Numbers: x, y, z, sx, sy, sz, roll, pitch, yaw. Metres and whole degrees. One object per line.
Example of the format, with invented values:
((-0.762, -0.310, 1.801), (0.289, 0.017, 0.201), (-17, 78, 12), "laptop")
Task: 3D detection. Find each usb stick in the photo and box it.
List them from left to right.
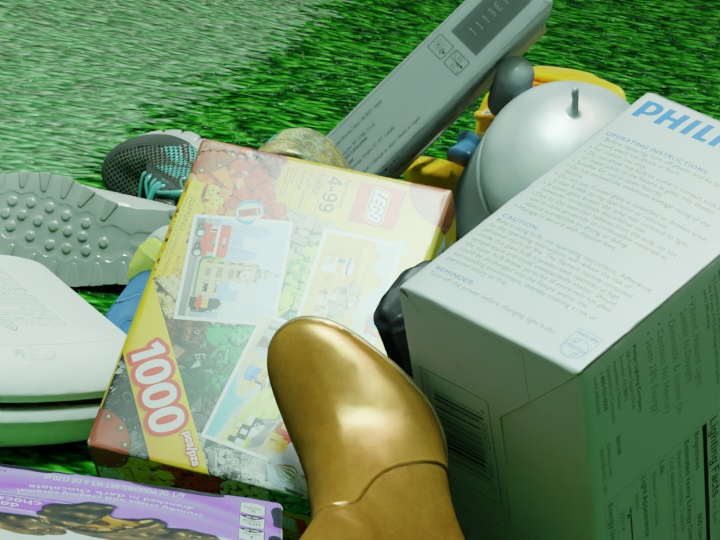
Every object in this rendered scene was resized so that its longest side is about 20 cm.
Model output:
((0.051, 0.072, 1.408), (0.033, 0.200, 0.055), (25, 61, 35), "usb stick")

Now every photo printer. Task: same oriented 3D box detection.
((-0.230, 0.047, 1.534), (0.166, 0.070, 0.200), (0, 17, -29), "photo printer")

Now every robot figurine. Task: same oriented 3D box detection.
((0.123, -0.050, 1.639), (0.113, 0.170, 0.200), (-24, -10, -13), "robot figurine")

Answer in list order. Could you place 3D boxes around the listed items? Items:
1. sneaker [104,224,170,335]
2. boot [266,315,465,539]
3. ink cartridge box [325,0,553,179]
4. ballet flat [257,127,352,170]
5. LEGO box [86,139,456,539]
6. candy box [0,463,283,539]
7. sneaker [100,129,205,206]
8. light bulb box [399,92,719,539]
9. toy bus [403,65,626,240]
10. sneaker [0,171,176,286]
((-0.080, 0.071, 1.565), (0.200, 0.105, 0.076), (49, 15, 22), "sneaker")
((-0.004, 0.115, 1.266), (0.201, 0.071, 0.144), (55, 24, 8), "boot")
((0.040, -0.110, 1.686), (0.044, 0.200, 0.174), (46, 2, 1), "ink cartridge box")
((0.000, 0.000, 1.556), (0.071, 0.200, 0.071), (-27, 19, 11), "ballet flat")
((-0.045, 0.043, 1.431), (0.149, 0.200, 0.077), (12, -28, 11), "LEGO box")
((-0.121, 0.159, 1.183), (0.168, 0.072, 0.200), (9, 14, -4), "candy box")
((-0.135, -0.055, 1.978), (0.200, 0.078, 0.091), (19, 22, 38), "sneaker")
((0.141, 0.049, 1.369), (0.125, 0.198, 0.200), (28, 51, 36), "light bulb box")
((0.086, -0.032, 1.797), (0.192, 0.200, 0.136), (-8, 16, -31), "toy bus")
((-0.179, -0.023, 1.856), (0.200, 0.076, 0.081), (14, 3, -1), "sneaker")
